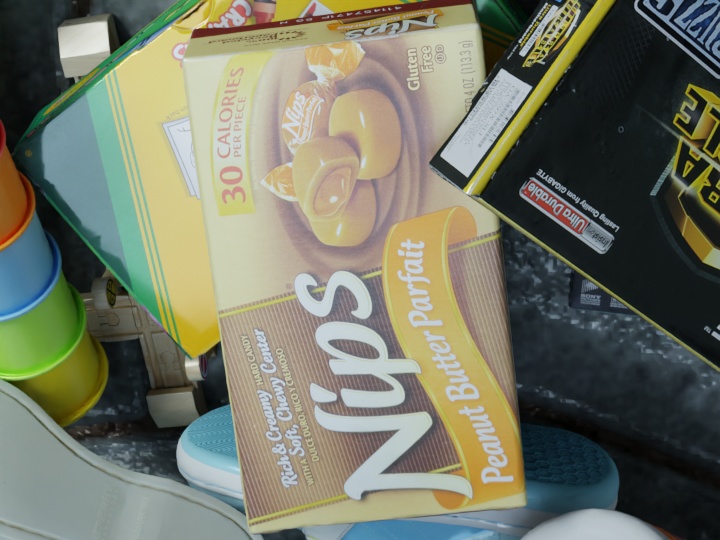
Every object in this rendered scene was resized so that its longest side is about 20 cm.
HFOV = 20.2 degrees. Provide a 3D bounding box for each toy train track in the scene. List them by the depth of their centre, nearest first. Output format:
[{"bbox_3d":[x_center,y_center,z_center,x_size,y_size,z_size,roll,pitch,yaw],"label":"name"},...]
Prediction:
[{"bbox_3d":[-0.103,-0.014,0.907,0.114,0.033,0.201,-6,114,12],"label":"toy train track"}]

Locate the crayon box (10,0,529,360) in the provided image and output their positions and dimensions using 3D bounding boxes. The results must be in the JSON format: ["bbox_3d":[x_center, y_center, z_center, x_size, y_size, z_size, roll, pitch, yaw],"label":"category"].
[{"bbox_3d":[-0.030,-0.070,0.839,0.200,0.058,0.119,-37,105,15],"label":"crayon box"}]

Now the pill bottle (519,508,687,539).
[{"bbox_3d":[0.149,0.182,0.877,0.114,0.115,0.199,-39,138,24],"label":"pill bottle"}]

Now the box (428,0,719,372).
[{"bbox_3d":[0.149,-0.049,0.768,0.199,0.049,0.160,34,93,-27],"label":"box"}]

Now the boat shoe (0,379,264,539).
[{"bbox_3d":[-0.136,0.101,0.864,0.199,0.075,0.062,24,140,-17],"label":"boat shoe"}]

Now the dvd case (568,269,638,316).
[{"bbox_3d":[0.168,-0.068,0.844,0.145,0.022,0.201,6,118,6],"label":"dvd case"}]

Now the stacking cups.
[{"bbox_3d":[-0.153,-0.015,0.836,0.060,0.061,0.201,1,140,9],"label":"stacking cups"}]

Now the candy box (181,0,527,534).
[{"bbox_3d":[0.000,0.000,0.802,0.114,0.055,0.202,-6,110,3],"label":"candy box"}]

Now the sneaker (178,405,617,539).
[{"bbox_3d":[0.012,0.134,0.926,0.198,0.080,0.131,8,116,4],"label":"sneaker"}]
